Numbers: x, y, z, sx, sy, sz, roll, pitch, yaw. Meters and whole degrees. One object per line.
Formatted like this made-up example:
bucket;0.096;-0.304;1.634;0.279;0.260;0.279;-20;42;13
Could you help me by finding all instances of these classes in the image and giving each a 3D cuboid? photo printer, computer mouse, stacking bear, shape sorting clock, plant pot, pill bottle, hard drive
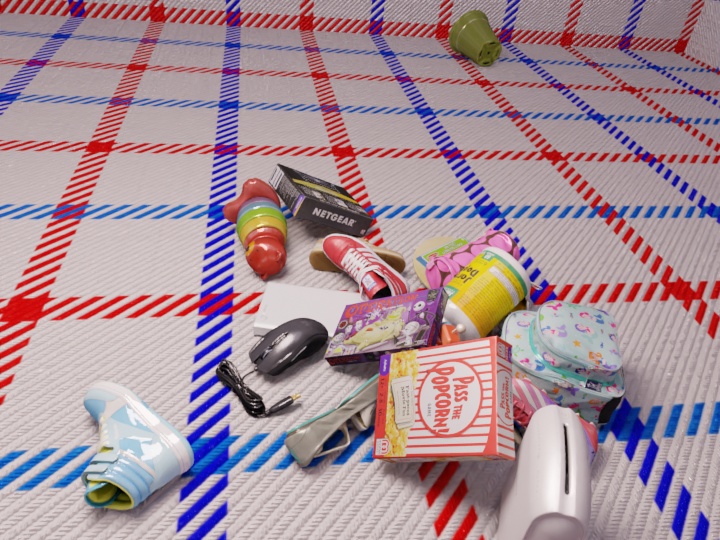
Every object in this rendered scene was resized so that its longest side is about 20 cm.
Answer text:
photo printer;0.221;0.277;0.695;0.069;0.201;0.167;13;37;9
computer mouse;-0.123;0.146;0.925;0.199;0.046;0.140;-26;49;-25
stacking bear;-0.203;-0.073;1.180;0.113;0.121;0.201;27;30;-39
shape sorting clock;0.206;-0.002;1.203;0.199;0.039;0.201;9;46;-9
plant pot;0.516;-0.991;2.496;0.199;0.201;0.191;-11;53;-23
pill bottle;0.195;0.061;1.010;0.200;0.113;0.113;-42;52;-11
hard drive;-0.085;0.080;1.059;0.199;0.026;0.132;8;36;0

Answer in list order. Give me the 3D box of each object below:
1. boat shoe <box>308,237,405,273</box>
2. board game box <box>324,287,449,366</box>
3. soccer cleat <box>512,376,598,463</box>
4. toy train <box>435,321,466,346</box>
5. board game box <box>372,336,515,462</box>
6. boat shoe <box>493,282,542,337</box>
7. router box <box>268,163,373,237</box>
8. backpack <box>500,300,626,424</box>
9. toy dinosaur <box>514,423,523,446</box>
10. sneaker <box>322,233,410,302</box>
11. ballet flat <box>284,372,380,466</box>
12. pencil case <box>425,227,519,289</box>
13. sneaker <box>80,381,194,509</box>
boat shoe;-0.004;-0.036;1.188;0.199;0.074;0.069;7;42;2
board game box;0.041;0.093;0.934;0.199;0.032;0.120;-14;34;35
soccer cleat;0.265;0.224;0.858;0.199;0.067;0.077;30;46;-1
toy train;0.118;0.177;0.855;0.055;0.151;0.201;12;39;-17
board game box;0.111;0.182;0.788;0.046;0.199;0.152;30;55;-41
boat shoe;0.305;0.042;1.109;0.074;0.086;0.202;30;40;2
router box;-0.088;-0.156;1.287;0.199;0.052;0.157;14;25;-40
backpack;0.326;0.143;0.948;0.199;0.151;0.178;9;37;12
toy dinosaur;0.198;0.221;0.900;0.088;0.048;0.200;-1;40;-22
sneaker;0.000;0.000;1.086;0.199;0.071;0.112;34;17;8
ballet flat;-0.023;0.224;0.857;0.199;0.067;0.064;-26;74;-35
pencil case;0.218;-0.016;1.133;0.199;0.091;0.094;-23;83;-34
sneaker;-0.336;0.235;0.764;0.199;0.080;0.130;25;39;24
